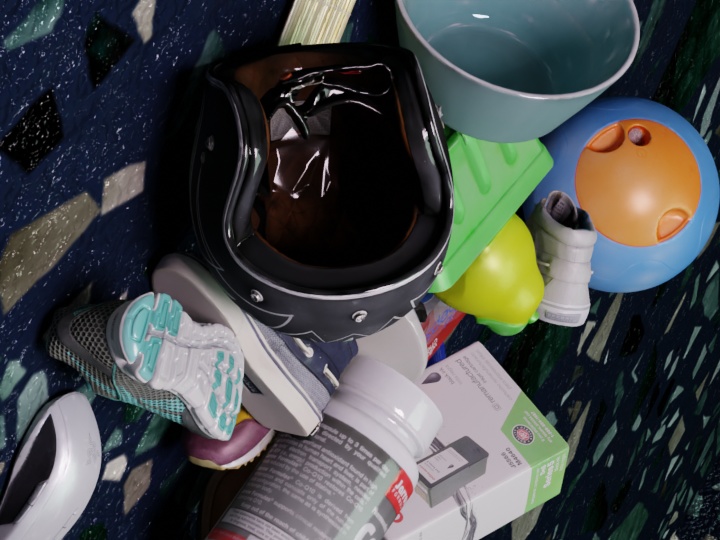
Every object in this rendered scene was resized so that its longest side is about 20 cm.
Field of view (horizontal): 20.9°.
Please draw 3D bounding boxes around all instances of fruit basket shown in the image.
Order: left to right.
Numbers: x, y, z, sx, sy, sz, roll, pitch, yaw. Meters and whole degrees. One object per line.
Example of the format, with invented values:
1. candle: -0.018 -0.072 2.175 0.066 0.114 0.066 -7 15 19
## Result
1. fruit basket: 0.074 -0.040 1.648 0.215 0.155 0.216 -27 124 -51

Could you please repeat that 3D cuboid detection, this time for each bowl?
1. bowl: 0.111 -0.181 1.566 0.201 0.201 0.105 -48 168 -37

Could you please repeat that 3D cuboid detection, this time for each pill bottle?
1. pill bottle: -0.026 0.172 1.523 0.200 0.114 0.114 -55 157 -20

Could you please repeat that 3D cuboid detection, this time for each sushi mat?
1. sushi mat: -0.041 -0.160 1.444 0.096 0.012 0.200 5 109 -65

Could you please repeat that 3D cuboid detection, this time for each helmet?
1. helmet: -0.026 -0.050 1.338 0.200 0.200 0.191 -31 120 -56

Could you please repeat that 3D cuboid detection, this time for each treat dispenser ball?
1. treat dispenser ball: 0.266 -0.078 2.000 0.201 0.201 0.201 -50 154 -35

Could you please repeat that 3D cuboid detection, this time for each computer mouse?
1. computer mouse: -0.224 0.180 1.345 0.200 0.044 0.110 -67 158 5

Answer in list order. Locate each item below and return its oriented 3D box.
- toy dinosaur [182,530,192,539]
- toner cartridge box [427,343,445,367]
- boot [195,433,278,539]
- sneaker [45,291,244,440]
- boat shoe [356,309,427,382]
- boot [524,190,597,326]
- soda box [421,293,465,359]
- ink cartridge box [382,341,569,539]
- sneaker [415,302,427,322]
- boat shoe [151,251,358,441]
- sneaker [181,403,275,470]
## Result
1. toy dinosaur: -0.105 0.279 1.681 0.136 0.102 0.200 98 -1 -76
2. toner cartridge box: 0.045 0.123 1.920 0.095 0.043 0.200 -56 157 -23
3. boot: -0.073 0.234 1.586 0.200 0.155 0.077 -52 175 -28
4. sneaker: -0.145 0.063 1.340 0.200 0.091 0.078 50 46 -59
5. boat shoe: 0.000 0.000 1.538 0.200 0.072 0.069 55 38 -24
6. boot: 0.172 -0.027 1.753 0.200 0.073 0.096 -118 -142 -69
7. soda box: 0.062 0.021 1.819 0.200 0.063 0.070 -48 153 -37
8. ink cartridge box: 0.067 0.177 1.792 0.200 0.146 0.084 -26 147 -23
9. sneaker: -0.003 0.095 1.702 0.201 0.098 0.071 -67 161 9
10. boat shoe: -0.075 0.032 1.444 0.093 0.075 0.200 -58 136 -26
11. sneaker: -0.083 0.065 1.530 0.200 0.075 0.090 -56 149 -39
